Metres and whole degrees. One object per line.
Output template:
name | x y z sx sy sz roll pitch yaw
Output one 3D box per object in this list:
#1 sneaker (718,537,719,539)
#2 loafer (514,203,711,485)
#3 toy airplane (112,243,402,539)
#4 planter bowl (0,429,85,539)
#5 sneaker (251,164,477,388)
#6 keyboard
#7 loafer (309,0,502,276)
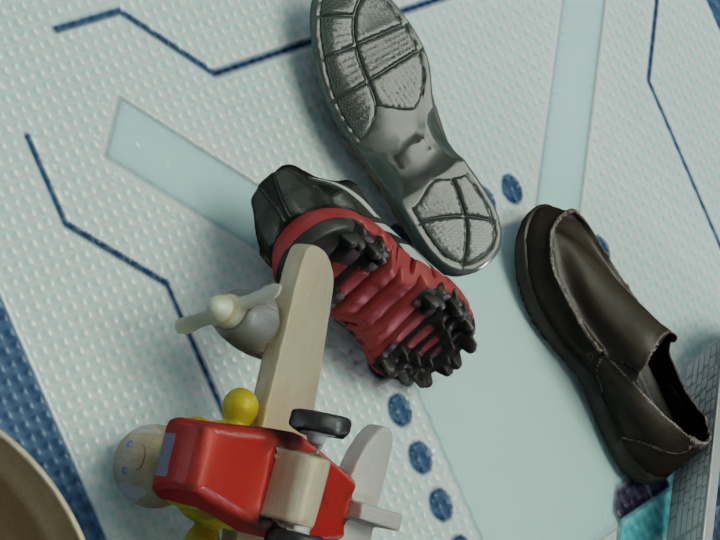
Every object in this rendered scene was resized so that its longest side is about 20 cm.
sneaker | 0.303 0.240 1.619 0.200 0.076 0.081 59 27 -11
loafer | 0.172 0.041 1.558 0.073 0.071 0.200 -39 103 -47
toy airplane | -0.060 0.111 1.266 0.200 0.141 0.200 -61 155 -51
planter bowl | -0.231 0.166 1.049 0.200 0.135 0.201 21 58 -39
sneaker | 0.000 0.000 1.396 0.200 0.071 0.098 39 12 -51
keyboard | 0.217 0.141 1.566 0.011 0.056 0.201 20 61 -18
loafer | 0.018 -0.084 1.479 0.072 0.063 0.201 -25 88 -17
